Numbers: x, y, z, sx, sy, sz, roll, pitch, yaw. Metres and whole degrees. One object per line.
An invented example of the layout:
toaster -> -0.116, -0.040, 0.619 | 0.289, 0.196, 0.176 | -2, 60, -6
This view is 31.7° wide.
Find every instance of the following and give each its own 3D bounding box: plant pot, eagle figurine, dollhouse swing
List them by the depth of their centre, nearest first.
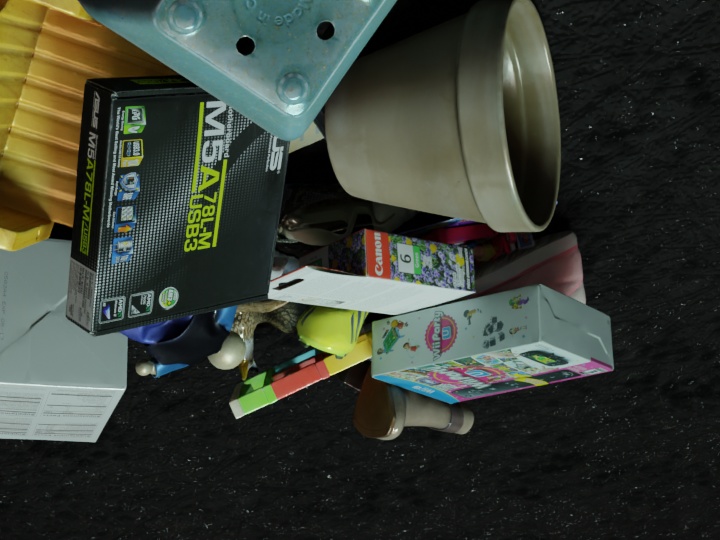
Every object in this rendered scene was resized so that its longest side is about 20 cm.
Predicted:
plant pot -> -0.068, -0.201, 0.855 | 0.195, 0.200, 0.197 | 31, 104, -23
dollhouse swing -> -0.212, -0.107, 1.002 | 0.175, 0.182, 0.201 | 20, 97, -2
plant pot -> 0.069, -0.128, 1.107 | 0.172, 0.201, 0.200 | -4, 148, 23
eagle figurine -> -0.124, 0.044, 1.367 | 0.151, 0.152, 0.200 | 27, -173, 16

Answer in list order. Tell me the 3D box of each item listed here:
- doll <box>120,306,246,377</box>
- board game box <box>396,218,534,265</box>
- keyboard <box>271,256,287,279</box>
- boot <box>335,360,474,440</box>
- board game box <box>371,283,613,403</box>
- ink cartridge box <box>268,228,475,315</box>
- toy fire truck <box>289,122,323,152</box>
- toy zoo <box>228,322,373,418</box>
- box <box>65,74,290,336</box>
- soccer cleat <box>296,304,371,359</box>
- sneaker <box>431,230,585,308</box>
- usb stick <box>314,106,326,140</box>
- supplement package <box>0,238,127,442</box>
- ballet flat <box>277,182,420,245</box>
doll -> -0.171, 0.046, 1.203 | 0.136, 0.049, 0.200 | -40, 139, 7
board game box -> 0.109, -0.027, 1.300 | 0.199, 0.039, 0.158 | -16, 173, 8
keyboard -> -0.170, -0.002, 1.198 | 0.199, 0.011, 0.056 | 5, 148, -20
boot -> 0.059, 0.148, 1.385 | 0.146, 0.200, 0.071 | 22, 102, -23
board game box -> 0.132, 0.077, 1.281 | 0.199, 0.065, 0.147 | -15, 156, 36
ink cartridge box -> 0.000, 0.000, 1.199 | 0.199, 0.051, 0.109 | 9, 161, -36
toy fire truck -> -0.133, -0.086, 1.182 | 0.199, 0.129, 0.176 | 3, 145, 1
toy zoo -> -0.044, 0.099, 1.368 | 0.199, 0.021, 0.131 | -25, -176, 0
box -> -0.144, -0.059, 1.040 | 0.192, 0.047, 0.201 | -9, 117, -44
soccer cleat -> -0.016, 0.028, 1.306 | 0.064, 0.200, 0.084 | 24, 110, 5
sneaker -> 0.159, 0.037, 1.351 | 0.199, 0.105, 0.075 | -22, -168, -23
usb stick -> -0.020, -0.138, 1.164 | 0.032, 0.056, 0.200 | -10, 148, 19
supplement package -> -0.325, 0.074, 1.287 | 0.150, 0.153, 0.200 | 5, 156, -19
ballet flat -> -0.001, -0.059, 1.270 | 0.199, 0.072, 0.072 | -9, 145, 1
